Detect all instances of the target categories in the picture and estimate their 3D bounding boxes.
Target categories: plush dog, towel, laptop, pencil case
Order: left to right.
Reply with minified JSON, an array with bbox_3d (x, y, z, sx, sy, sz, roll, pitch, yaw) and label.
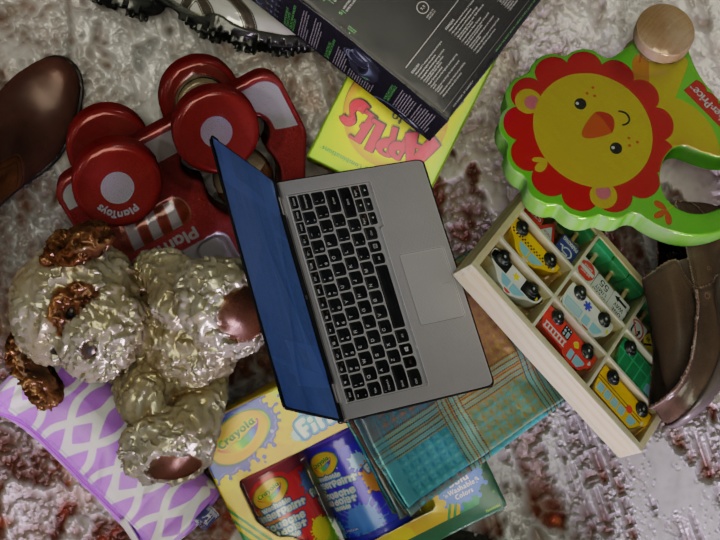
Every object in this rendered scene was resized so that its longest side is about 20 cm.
[{"bbox_3d":[-0.202,0.142,0.982,0.200,0.084,0.086,44,57,1],"label":"pencil case"},{"bbox_3d":[-0.168,0.033,0.908,0.171,0.161,0.201,16,121,-17],"label":"plush dog"},{"bbox_3d":[0.000,0.000,0.876,0.199,0.116,0.188,-11,75,-22],"label":"laptop"},{"bbox_3d":[0.073,0.075,0.961,0.200,0.022,0.147,-31,95,-24],"label":"towel"}]

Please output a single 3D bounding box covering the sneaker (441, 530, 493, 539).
[{"bbox_3d":[0.130,0.286,1.024,0.199,0.077,0.089,28,121,-4],"label":"sneaker"}]

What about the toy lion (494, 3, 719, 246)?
[{"bbox_3d":[0.213,-0.097,0.974,0.192,0.069,0.200,-39,78,-14],"label":"toy lion"}]

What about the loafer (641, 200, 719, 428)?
[{"bbox_3d":[0.246,0.029,0.980,0.071,0.073,0.201,23,57,-11],"label":"loafer"}]

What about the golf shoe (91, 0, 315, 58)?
[{"bbox_3d":[-0.122,-0.230,0.983,0.199,0.078,0.095,18,90,-4],"label":"golf shoe"}]

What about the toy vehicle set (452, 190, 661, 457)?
[{"bbox_3d":[0.175,0.033,0.986,0.200,0.026,0.124,47,55,-9],"label":"toy vehicle set"}]

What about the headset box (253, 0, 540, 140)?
[{"bbox_3d":[0.031,-0.229,0.927,0.200,0.093,0.174,37,82,-3],"label":"headset box"}]

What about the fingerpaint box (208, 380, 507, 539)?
[{"bbox_3d":[-0.010,0.152,0.998,0.199,0.073,0.167,-25,92,-2],"label":"fingerpaint box"}]

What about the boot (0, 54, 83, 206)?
[{"bbox_3d":[-0.286,-0.091,0.916,0.188,0.200,0.068,-44,93,-1],"label":"boot"}]

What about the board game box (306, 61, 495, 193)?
[{"bbox_3d":[0.046,-0.157,1.007,0.101,0.048,0.201,27,90,-3],"label":"board game box"}]

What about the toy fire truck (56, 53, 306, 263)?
[{"bbox_3d":[-0.131,-0.063,0.983,0.199,0.112,0.168,-28,118,-3],"label":"toy fire truck"}]
